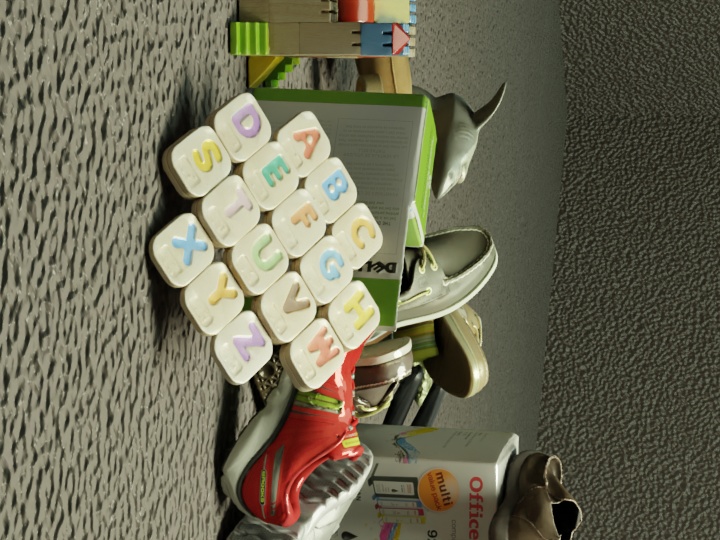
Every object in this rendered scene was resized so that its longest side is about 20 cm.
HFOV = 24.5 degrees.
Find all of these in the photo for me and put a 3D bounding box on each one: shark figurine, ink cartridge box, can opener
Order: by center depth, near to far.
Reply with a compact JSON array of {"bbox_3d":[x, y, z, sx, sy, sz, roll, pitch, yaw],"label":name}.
[{"bbox_3d":[-0.025,-0.038,1.314,0.076,0.146,0.202,68,27,-65],"label":"ink cartridge box"},{"bbox_3d":[0.041,0.227,1.521,0.145,0.197,0.149,-24,115,-77],"label":"ink cartridge box"},{"bbox_3d":[0.069,-0.156,1.651,0.129,0.089,0.215,-60,-164,6],"label":"shark figurine"},{"bbox_3d":[0.034,0.181,1.662,0.201,0.063,0.079,-60,-163,23],"label":"can opener"}]

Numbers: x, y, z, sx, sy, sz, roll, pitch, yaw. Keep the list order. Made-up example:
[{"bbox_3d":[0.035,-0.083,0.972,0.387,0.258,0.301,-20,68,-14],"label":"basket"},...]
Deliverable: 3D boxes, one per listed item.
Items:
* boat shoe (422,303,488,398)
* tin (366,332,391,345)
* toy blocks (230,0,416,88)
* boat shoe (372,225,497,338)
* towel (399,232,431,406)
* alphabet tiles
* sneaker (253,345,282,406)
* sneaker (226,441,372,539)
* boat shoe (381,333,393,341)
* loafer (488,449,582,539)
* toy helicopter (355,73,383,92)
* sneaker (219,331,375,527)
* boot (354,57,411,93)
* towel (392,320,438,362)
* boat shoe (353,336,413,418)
[{"bbox_3d":[0.089,0.056,1.626,0.200,0.064,0.073,-127,-141,-58],"label":"boat shoe"},{"bbox_3d":[0.000,0.000,1.508,0.112,0.042,0.201,-40,146,-9],"label":"tin"},{"bbox_3d":[-0.015,-0.201,1.362,0.200,0.135,0.101,-30,121,-76],"label":"toy blocks"},{"bbox_3d":[0.035,0.007,1.454,0.072,0.200,0.061,55,-20,31],"label":"boat shoe"},{"bbox_3d":[0.050,0.037,1.823,0.148,0.036,0.203,-133,-142,-73],"label":"towel"},{"bbox_3d":[-0.060,-0.020,1.178,0.196,0.015,0.201,-43,109,-42],"label":"alphabet tiles"},{"bbox_3d":[-0.059,0.080,1.401,0.076,0.069,0.202,-102,-171,-56],"label":"sneaker"},{"bbox_3d":[-0.059,0.208,1.345,0.200,0.074,0.083,-46,154,-41],"label":"sneaker"},{"bbox_3d":[0.000,0.087,1.648,0.201,0.069,0.073,-54,140,-79],"label":"boat shoe"},{"bbox_3d":[0.159,0.219,1.443,0.200,0.070,0.074,-55,144,-66],"label":"loafer"},{"bbox_3d":[0.003,-0.099,1.587,0.133,0.078,0.202,-107,-162,-56],"label":"toy helicopter"},{"bbox_3d":[-0.027,0.110,1.299,0.201,0.084,0.077,-58,167,-2],"label":"sneaker"},{"bbox_3d":[0.004,-0.273,1.566,0.201,0.065,0.177,79,2,-49],"label":"boot"},{"bbox_3d":[0.049,-0.012,1.612,0.086,0.018,0.203,163,-76,-66],"label":"towel"},{"bbox_3d":[0.002,0.098,1.459,0.200,0.071,0.060,162,-86,-68],"label":"boat shoe"}]
